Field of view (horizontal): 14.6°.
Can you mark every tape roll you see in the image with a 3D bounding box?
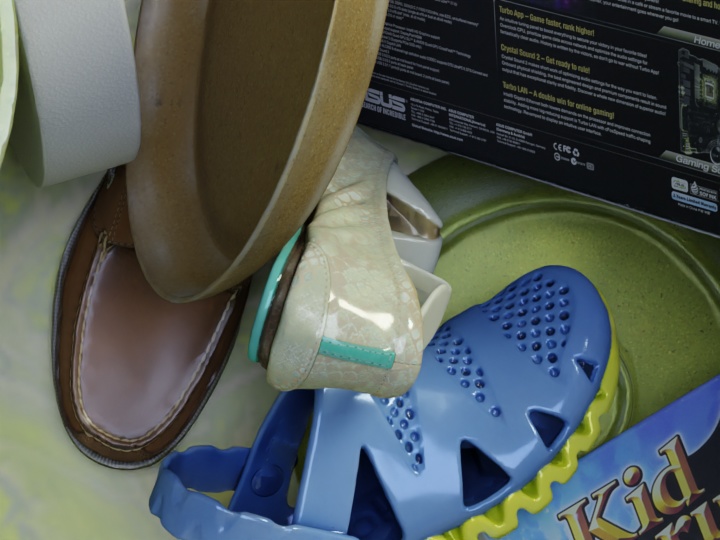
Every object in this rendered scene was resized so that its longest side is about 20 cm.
[{"bbox_3d":[-0.122,-0.129,0.956,0.037,0.203,0.204,-17,88,-11],"label":"tape roll"}]

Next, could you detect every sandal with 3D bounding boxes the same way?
[{"bbox_3d":[0.004,0.063,0.975,0.200,0.079,0.087,-40,122,-10],"label":"sandal"}]

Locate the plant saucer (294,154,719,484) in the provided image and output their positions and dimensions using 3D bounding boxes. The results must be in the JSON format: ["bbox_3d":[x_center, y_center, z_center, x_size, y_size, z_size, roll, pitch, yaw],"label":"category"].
[{"bbox_3d":[0.072,0.048,1.050,0.199,0.031,0.201,1,86,-7],"label":"plant saucer"}]

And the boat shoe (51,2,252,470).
[{"bbox_3d":[-0.065,-0.026,1.020,0.072,0.068,0.201,17,84,-5],"label":"boat shoe"}]

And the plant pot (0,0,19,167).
[{"bbox_3d":[-0.204,-0.057,0.941,0.199,0.190,0.201,0,86,-1],"label":"plant pot"}]

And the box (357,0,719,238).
[{"bbox_3d":[0.074,-0.109,0.959,0.043,0.200,0.161,-25,121,-39],"label":"box"}]

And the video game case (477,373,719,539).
[{"bbox_3d":[0.169,0.118,0.993,0.199,0.045,0.182,-30,71,-8],"label":"video game case"}]

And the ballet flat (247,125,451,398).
[{"bbox_3d":[0.000,0.000,0.972,0.062,0.200,0.068,14,111,-2],"label":"ballet flat"}]

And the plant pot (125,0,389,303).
[{"bbox_3d":[-0.031,-0.086,0.913,0.027,0.200,0.201,10,84,-21],"label":"plant pot"}]
